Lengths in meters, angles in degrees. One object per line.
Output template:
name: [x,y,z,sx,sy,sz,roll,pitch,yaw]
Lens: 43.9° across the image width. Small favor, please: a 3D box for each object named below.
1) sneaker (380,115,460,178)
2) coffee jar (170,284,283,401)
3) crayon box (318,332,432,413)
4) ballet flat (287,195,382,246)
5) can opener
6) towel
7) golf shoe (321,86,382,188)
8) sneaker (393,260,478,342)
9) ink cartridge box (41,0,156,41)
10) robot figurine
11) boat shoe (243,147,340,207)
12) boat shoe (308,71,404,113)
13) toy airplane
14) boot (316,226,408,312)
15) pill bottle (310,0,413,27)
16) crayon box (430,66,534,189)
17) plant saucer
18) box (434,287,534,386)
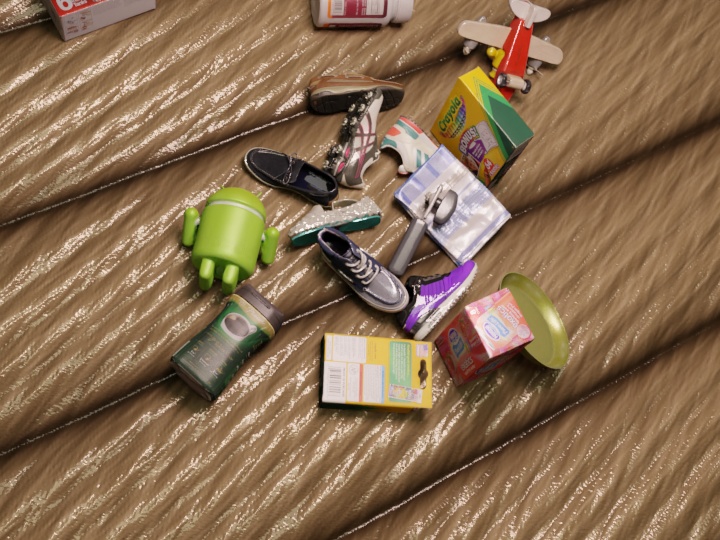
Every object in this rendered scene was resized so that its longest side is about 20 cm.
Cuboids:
sneaker: [0.125,-0.211,1.781,0.200,0.070,0.093,44,93,-3]
coffee jar: [-0.228,0.122,1.555,0.104,0.085,0.200,40,67,8]
crayon box: [0.027,0.186,1.605,0.198,0.052,0.127,5,68,-9]
ballet flat: [-0.054,-0.097,1.692,0.199,0.072,0.072,-14,73,-25]
can opener: [0.117,-0.075,1.692,0.066,0.053,0.201,32,86,1]
towel: [0.178,-0.125,1.736,0.147,0.024,0.200,-44,91,-1]
golf shoe: [0.002,-0.259,1.749,0.088,0.077,0.201,27,89,-23]
sneaker: [0.136,0.035,1.677,0.099,0.070,0.200,40,66,8]
ink cartridge box: [-0.532,-0.574,1.760,0.199,0.084,0.176,-28,77,-20]
robot figurine: [-0.236,-0.060,1.608,0.174,0.116,0.202,12,67,-2]
boat shoe: [-0.128,-0.186,1.710,0.199,0.062,0.075,26,68,0]
boat shoe: [-0.010,-0.367,1.799,0.198,0.076,0.074,-4,61,-19]
toy airplane: [0.312,-0.473,1.873,0.199,0.141,0.201,-37,113,-10]
boot: [0.000,0.000,1.628,0.199,0.090,0.073,35,80,17]
pill bottle: [0.003,-0.564,1.855,0.198,0.114,0.115,-4,70,-14]
crayon box: [0.232,-0.268,1.743,0.058,0.200,0.173,-34,79,-22]
plant saucer: [0.315,0.097,1.668,0.199,0.031,0.201,31,41,-31]
box: [0.215,0.122,1.589,0.094,0.200,0.103,-20,75,-18]
